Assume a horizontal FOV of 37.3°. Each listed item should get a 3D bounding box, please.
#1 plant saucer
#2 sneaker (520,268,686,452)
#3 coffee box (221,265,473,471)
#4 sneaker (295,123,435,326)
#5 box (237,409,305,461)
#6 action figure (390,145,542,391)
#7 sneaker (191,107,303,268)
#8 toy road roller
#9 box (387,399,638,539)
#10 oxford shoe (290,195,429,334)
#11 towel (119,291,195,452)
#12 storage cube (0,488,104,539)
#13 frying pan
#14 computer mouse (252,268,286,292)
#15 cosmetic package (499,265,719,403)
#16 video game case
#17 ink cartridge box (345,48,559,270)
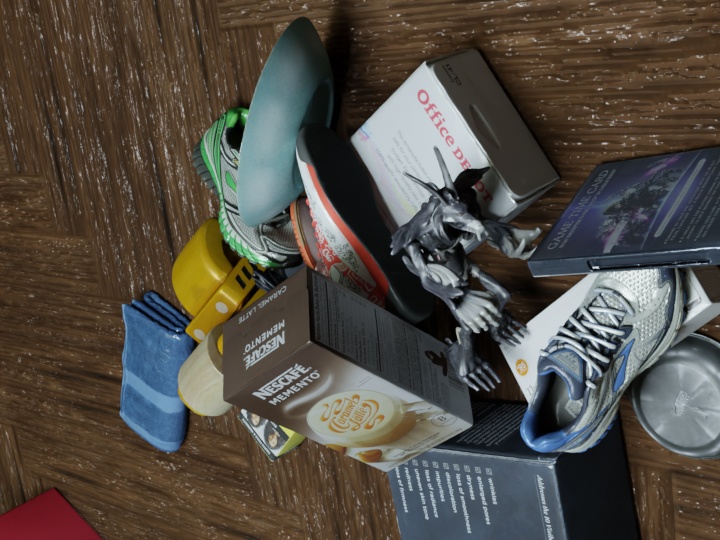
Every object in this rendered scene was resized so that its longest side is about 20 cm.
[{"bbox_3d":[-0.061,-0.133,1.007,0.038,0.201,0.204,17,120,11],"label":"plant saucer"},{"bbox_3d":[0.184,0.065,0.831,0.077,0.084,0.203,36,118,34],"label":"sneaker"},{"bbox_3d":[-0.010,0.091,0.925,0.114,0.199,0.081,-35,42,32],"label":"coffee box"},{"bbox_3d":[-0.024,-0.024,0.973,0.107,0.067,0.203,-31,91,43],"label":"sneaker"},{"bbox_3d":[-0.067,0.129,1.205,0.075,0.050,0.201,49,132,15],"label":"box"},{"bbox_3d":[0.094,-0.002,0.862,0.101,0.119,0.202,23,147,38],"label":"action figure"},{"bbox_3d":[-0.113,-0.087,1.127,0.085,0.077,0.202,-50,60,38],"label":"sneaker"},{"bbox_3d":[-0.147,0.039,1.142,0.145,0.201,0.123,39,134,-6],"label":"toy road roller"},{"bbox_3d":[0.145,0.238,1.005,0.195,0.123,0.203,-1,106,44],"label":"box"},{"bbox_3d":[0.000,0.000,1.093,0.072,0.071,0.202,-34,88,25],"label":"oxford shoe"},{"bbox_3d":[-0.268,0.138,1.395,0.111,0.048,0.203,31,125,29],"label":"towel"},{"bbox_3d":[-0.508,0.484,1.665,0.199,0.179,0.173,36,128,27],"label":"storage cube"},{"bbox_3d":[0.254,0.080,0.911,0.191,0.031,0.115,51,131,11],"label":"frying pan"},{"bbox_3d":[-0.029,0.084,1.055,0.201,0.052,0.139,59,176,-29],"label":"computer mouse"},{"bbox_3d":[0.209,0.045,0.898,0.200,0.050,0.083,-45,60,38],"label":"cosmetic package"},{"bbox_3d":[0.237,-0.048,0.793,0.198,0.143,0.019,-6,122,44],"label":"video game case"},{"bbox_3d":[0.061,-0.081,0.978,0.200,0.085,0.149,-38,82,42],"label":"ink cartridge box"}]
